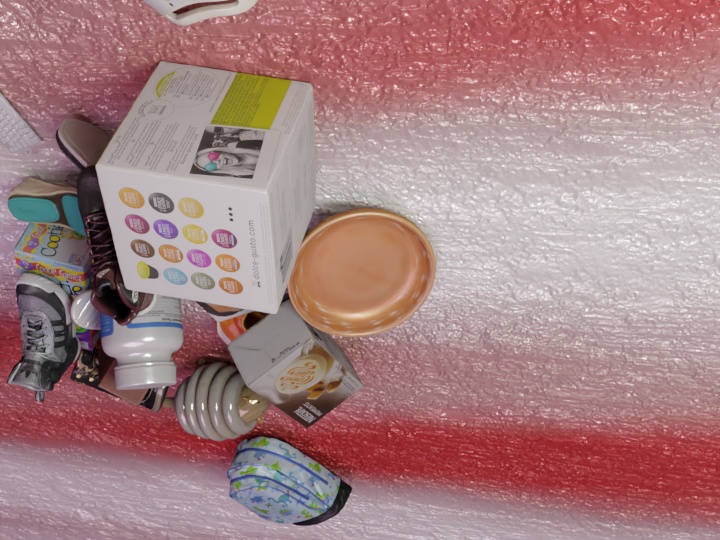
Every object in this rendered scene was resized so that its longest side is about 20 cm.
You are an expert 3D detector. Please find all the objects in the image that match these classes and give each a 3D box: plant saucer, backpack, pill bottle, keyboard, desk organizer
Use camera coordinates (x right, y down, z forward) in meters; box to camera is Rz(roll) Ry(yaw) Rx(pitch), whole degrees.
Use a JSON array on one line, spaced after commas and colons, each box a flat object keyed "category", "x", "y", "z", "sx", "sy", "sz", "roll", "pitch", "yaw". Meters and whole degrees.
[{"category": "plant saucer", "x": 0.000, "y": 0.000, "z": 1.284, "sx": 0.198, "sy": 0.038, "sz": 0.201, "roll": -6, "pitch": 126, "yaw": -8}, {"category": "backpack", "x": -0.144, "y": 0.379, "z": 1.740, "sx": 0.162, "sy": 0.154, "sz": 0.201, "roll": -18, "pitch": 117, "yaw": 42}, {"category": "pill bottle", "x": -0.301, "y": 0.058, "z": 1.327, "sx": 0.111, "sy": 0.202, "sz": 0.112, "roll": -5, "pitch": 171, "yaw": -1}, {"category": "keyboard", "x": -0.494, "y": -0.232, "z": 1.250, "sx": 0.056, "sy": 0.011, "sz": 0.200, "roll": -10, "pitch": 133, "yaw": 28}, {"category": "desk organizer", "x": -0.349, "y": 0.131, "z": 1.471, "sx": 0.071, "sy": 0.077, "sz": 0.200, "roll": 32, "pitch": -179, "yaw": -18}]

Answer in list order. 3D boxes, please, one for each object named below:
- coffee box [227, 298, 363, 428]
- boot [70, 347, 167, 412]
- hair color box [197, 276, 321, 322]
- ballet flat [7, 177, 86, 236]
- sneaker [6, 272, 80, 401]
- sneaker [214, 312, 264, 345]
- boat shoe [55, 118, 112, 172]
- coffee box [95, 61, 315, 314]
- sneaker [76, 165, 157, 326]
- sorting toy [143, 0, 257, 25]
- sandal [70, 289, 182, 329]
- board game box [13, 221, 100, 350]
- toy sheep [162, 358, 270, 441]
[{"category": "coffee box", "x": -0.090, "y": 0.139, "z": 1.403, "sx": 0.114, "sy": 0.080, "sz": 0.200, "roll": -35, "pitch": 147, "yaw": 2}, {"category": "boot", "x": -0.391, "y": 0.172, "z": 1.585, "sx": 0.150, "sy": 0.074, "sz": 0.200, "roll": 24, "pitch": 165, "yaw": -15}, {"category": "hair color box", "x": -0.152, "y": 0.001, "z": 1.361, "sx": 0.199, "sy": 0.062, "sz": 0.102, "roll": -18, "pitch": 130, "yaw": 34}, {"category": "ballet flat", "x": -0.391, "y": -0.090, "z": 1.319, "sx": 0.199, "sy": 0.070, "sz": 0.070, "roll": 14, "pitch": 142, "yaw": 23}, {"category": "sneaker", "x": -0.455, "y": 0.102, "z": 1.370, "sx": 0.075, "sy": 0.114, "sz": 0.201, "roll": 8, "pitch": 139, "yaw": 7}, {"category": "sneaker", "x": -0.139, "y": 0.121, "z": 1.488, "sx": 0.077, "sy": 0.073, "sz": 0.200, "roll": -24, "pitch": 130, "yaw": 24}, {"category": "boat shoe", "x": -0.324, "y": -0.120, "z": 1.277, "sx": 0.060, "sy": 0.074, "sz": 0.200, "roll": -28, "pitch": 132, "yaw": 33}, {"category": "coffee box", "x": -0.171, "y": -0.099, "z": 1.147, "sx": 0.196, "sy": 0.201, "sz": 0.201, "roll": 9, "pitch": 137, "yaw": 7}, {"category": "sneaker", "x": -0.306, "y": -0.025, "z": 1.193, "sx": 0.075, "sy": 0.116, "sz": 0.201, "roll": -15, "pitch": 106, "yaw": 8}, {"category": "sorting toy", "x": -0.198, "y": -0.323, "z": 1.007, "sx": 0.198, "sy": 0.108, "sz": 0.180, "roll": -6, "pitch": 154, "yaw": 24}, {"category": "sandal", "x": -0.349, "y": 0.045, "z": 1.425, "sx": 0.059, "sy": 0.080, "sz": 0.206, "roll": 21, "pitch": -171, "yaw": 35}, {"category": "board game box", "x": -0.429, "y": 0.010, "z": 1.427, "sx": 0.102, "sy": 0.105, "sz": 0.201, "roll": 14, "pitch": 140, "yaw": 1}, {"category": "toy sheep", "x": -0.232, "y": 0.209, "z": 1.567, "sx": 0.198, "sy": 0.139, "sz": 0.138, "roll": -8, "pitch": 134, "yaw": 26}]
